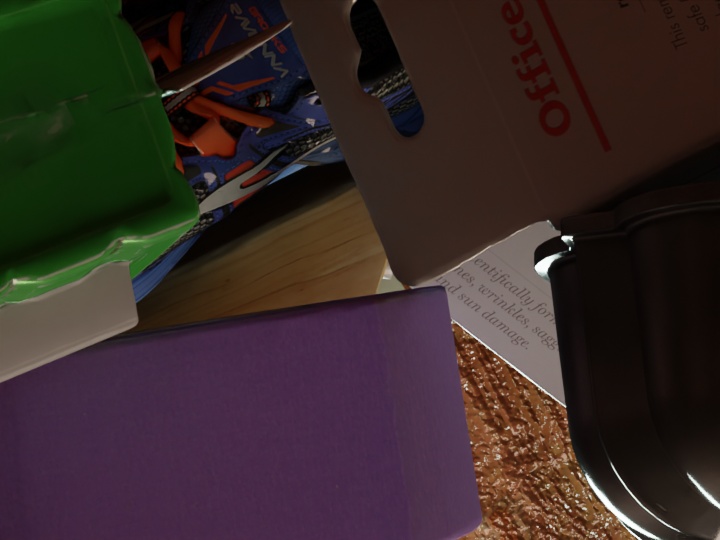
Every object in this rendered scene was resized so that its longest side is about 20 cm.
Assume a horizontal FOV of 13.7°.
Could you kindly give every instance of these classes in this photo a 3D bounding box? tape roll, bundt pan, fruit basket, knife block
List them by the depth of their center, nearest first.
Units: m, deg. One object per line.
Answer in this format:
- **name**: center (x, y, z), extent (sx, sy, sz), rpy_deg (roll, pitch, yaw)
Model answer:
- **fruit basket**: center (-0.134, 0.001, 0.669), extent (0.185, 0.094, 0.200), rpy_deg (-23, 178, -41)
- **bundt pan**: center (0.140, 0.034, 0.725), extent (0.201, 0.076, 0.202), rpy_deg (3, 168, 1)
- **tape roll**: center (-0.071, 0.050, 0.778), extent (0.199, 0.066, 0.200), rpy_deg (-9, 179, 0)
- **knife block**: center (-0.093, 0.035, 0.917), extent (0.064, 0.175, 0.201), rpy_deg (-76, -176, -73)

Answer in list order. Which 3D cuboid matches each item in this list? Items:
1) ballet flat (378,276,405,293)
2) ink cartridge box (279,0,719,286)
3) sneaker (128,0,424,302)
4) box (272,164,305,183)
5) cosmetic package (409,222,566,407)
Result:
- **ballet flat**: center (0.000, 0.000, 1.050), extent (0.200, 0.075, 0.068), rpy_deg (-55, -174, -5)
- **ink cartridge box**: center (0.085, -0.083, 0.750), extent (0.200, 0.117, 0.067), rpy_deg (-27, 165, 19)
- **sneaker**: center (-0.044, -0.051, 0.824), extent (0.200, 0.075, 0.078), rpy_deg (-34, 171, -25)
- **box**: center (-0.077, -0.026, 0.979), extent (0.122, 0.048, 0.200), rpy_deg (-26, 176, -16)
- **cosmetic package**: center (0.077, -0.029, 0.921), extent (0.081, 0.113, 0.200), rpy_deg (-49, -169, 19)
